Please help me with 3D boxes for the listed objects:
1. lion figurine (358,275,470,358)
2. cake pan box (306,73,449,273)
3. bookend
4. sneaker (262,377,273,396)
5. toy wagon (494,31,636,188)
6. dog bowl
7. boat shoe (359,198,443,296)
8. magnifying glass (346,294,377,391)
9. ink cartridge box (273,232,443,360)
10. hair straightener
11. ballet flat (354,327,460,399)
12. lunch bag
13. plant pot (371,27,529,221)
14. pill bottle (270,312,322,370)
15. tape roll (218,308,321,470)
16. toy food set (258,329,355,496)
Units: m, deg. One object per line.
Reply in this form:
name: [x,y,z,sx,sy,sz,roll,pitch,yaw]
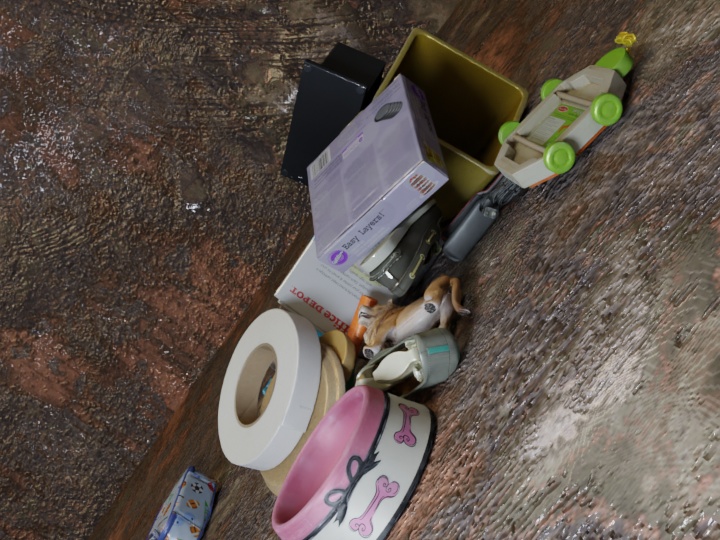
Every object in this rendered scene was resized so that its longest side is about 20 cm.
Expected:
lion figurine: [0.068,0.054,1.084,0.199,0.073,0.123,-29,16,38]
cake pan box: [0.011,-0.119,1.168,0.200,0.052,0.185,-42,34,26]
bookend: [-0.022,-0.248,1.341,0.201,0.091,0.200,109,-174,-47]
sneaker: [-0.097,0.199,1.316,0.074,0.082,0.200,-54,11,-9]
toy wagon: [0.233,-0.175,1.021,0.200,0.040,0.155,-45,20,5]
dog bowl: [-0.013,0.202,0.928,0.201,0.073,0.200,-54,10,14]
boat shoe: [0.062,-0.029,1.139,0.072,0.060,0.202,-42,2,31]
magnifying glass: [-0.022,0.129,1.189,0.079,0.022,0.202,21,93,56]
ink cartridge box: [0.000,0.000,1.269,0.201,0.144,0.085,-55,-14,-4]
hair straightener: [0.169,-0.083,1.121,0.200,0.041,0.077,-46,17,26]
ballet flat: [0.030,0.113,1.000,0.063,0.068,0.200,-7,-21,-35]
lunch bag: [-0.322,0.448,1.616,0.161,0.075,0.200,-53,9,25]
plant pot: [0.099,-0.184,1.363,0.195,0.194,0.201,-63,2,-39]
pill bottle: [-0.048,0.078,1.399,0.201,0.110,0.111,-57,10,-14]
tape roll: [-0.117,0.149,1.178,0.202,0.037,0.205,-37,42,43]
toy food set: [-0.071,0.184,1.165,0.198,0.048,0.202,-43,40,38]
